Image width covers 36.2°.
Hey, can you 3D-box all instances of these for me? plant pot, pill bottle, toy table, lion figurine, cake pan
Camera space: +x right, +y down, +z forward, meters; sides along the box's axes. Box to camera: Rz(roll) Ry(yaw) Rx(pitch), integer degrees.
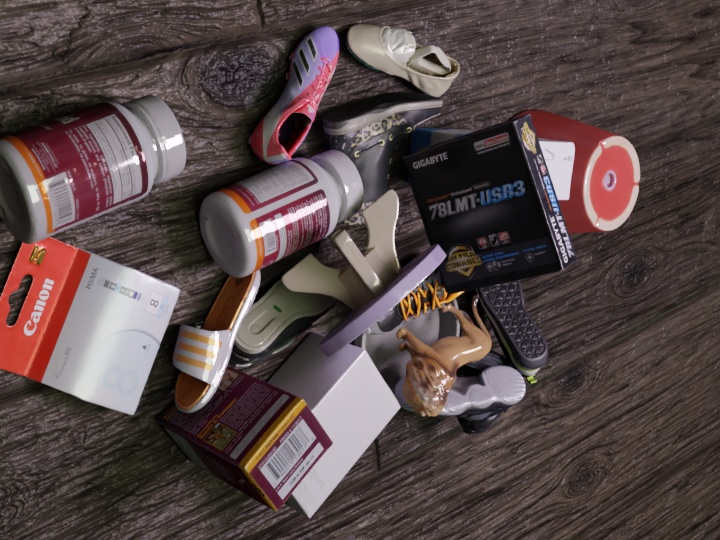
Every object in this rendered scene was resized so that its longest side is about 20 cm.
[{"bbox_3d":[0.321,-0.144,1.706,0.198,0.176,0.204,-10,105,-39],"label":"plant pot"},{"bbox_3d":[-0.298,-0.117,1.206,0.198,0.113,0.116,-27,116,-34],"label":"pill bottle"},{"bbox_3d":[0.000,0.000,1.411,0.199,0.184,0.118,-40,94,-12],"label":"toy table"},{"bbox_3d":[-0.097,-0.077,1.396,0.198,0.109,0.111,-27,116,-34],"label":"pill bottle"},{"bbox_3d":[0.129,0.118,1.568,0.199,0.122,0.073,-33,148,-21],"label":"lion figurine"},{"bbox_3d":[0.066,0.096,1.625,0.198,0.036,0.204,-10,106,-40],"label":"cake pan"}]

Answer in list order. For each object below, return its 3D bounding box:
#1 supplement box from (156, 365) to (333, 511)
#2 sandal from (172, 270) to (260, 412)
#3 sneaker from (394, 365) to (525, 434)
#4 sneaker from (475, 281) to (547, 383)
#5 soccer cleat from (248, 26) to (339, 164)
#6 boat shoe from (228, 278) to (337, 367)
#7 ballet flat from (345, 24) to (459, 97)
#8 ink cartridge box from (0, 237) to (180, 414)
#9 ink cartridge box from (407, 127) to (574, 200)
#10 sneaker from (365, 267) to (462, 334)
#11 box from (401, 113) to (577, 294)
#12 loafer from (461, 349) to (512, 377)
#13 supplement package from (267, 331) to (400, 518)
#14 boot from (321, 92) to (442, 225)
[{"bbox_3d":[-0.145,0.198,1.352,0.111,0.198,0.086,-47,127,-23],"label":"supplement box"},{"bbox_3d":[-0.194,0.073,1.371,0.059,0.078,0.209,37,67,-38],"label":"sandal"},{"bbox_3d":[0.140,0.198,1.634,0.196,0.076,0.115,-2,146,-12],"label":"sneaker"},{"bbox_3d":[0.224,0.082,1.707,0.071,0.202,0.083,-13,152,-13],"label":"sneaker"},{"bbox_3d":[-0.071,-0.223,1.409,0.067,0.076,0.202,40,73,-39],"label":"soccer cleat"},{"bbox_3d":[-0.102,0.062,1.464,0.199,0.072,0.068,-35,159,-39],"label":"boat shoe"},{"bbox_3d":[0.066,-0.299,1.517,0.198,0.069,0.071,16,89,-45],"label":"ballet flat"},{"bbox_3d":[-0.319,0.062,1.270,0.199,0.047,0.162,27,82,-44],"label":"ink cartridge box"},{"bbox_3d":[0.184,-0.152,1.567,0.143,0.198,0.086,-4,102,-40],"label":"ink cartridge box"},{"bbox_3d":[0.082,0.031,1.550,0.199,0.077,0.079,-33,121,-30],"label":"sneaker"},{"bbox_3d":[0.167,-0.083,1.452,0.049,0.198,0.202,-28,102,-45],"label":"box"},{"bbox_3d":[0.189,0.155,1.704,0.071,0.067,0.200,-63,150,-1],"label":"loafer"},{"bbox_3d":[-0.065,0.203,1.476,0.200,0.120,0.121,-48,126,-22],"label":"supplement package"},{"bbox_3d":[0.033,-0.158,1.524,0.202,0.073,0.156,-20,116,-37],"label":"boot"}]
